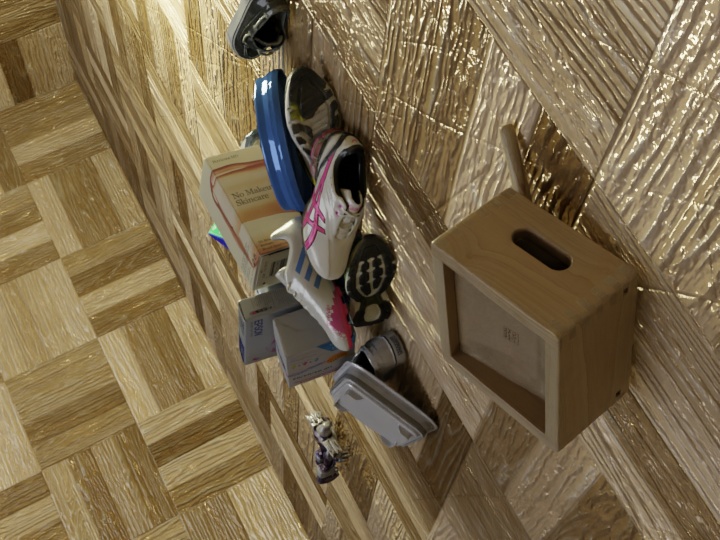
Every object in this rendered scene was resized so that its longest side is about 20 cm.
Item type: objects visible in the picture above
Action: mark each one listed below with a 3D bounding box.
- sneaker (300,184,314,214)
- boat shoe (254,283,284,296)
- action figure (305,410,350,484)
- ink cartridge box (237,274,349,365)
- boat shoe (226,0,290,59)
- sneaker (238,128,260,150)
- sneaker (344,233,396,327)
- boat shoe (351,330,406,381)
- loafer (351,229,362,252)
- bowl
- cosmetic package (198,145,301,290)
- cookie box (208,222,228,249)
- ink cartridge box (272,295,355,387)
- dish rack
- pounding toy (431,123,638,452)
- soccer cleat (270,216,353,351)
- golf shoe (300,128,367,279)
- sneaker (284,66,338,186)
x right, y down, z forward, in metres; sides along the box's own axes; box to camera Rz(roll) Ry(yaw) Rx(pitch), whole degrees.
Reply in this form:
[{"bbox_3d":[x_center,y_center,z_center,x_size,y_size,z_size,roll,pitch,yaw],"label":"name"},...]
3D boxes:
[{"bbox_3d":[-0.097,-0.108,1.709,0.090,0.069,0.204,-170,59,-75],"label":"sneaker"},{"bbox_3d":[-0.151,0.067,1.819,0.076,0.085,0.202,66,-172,18],"label":"boat shoe"},{"bbox_3d":[-0.071,0.370,2.340,0.202,0.068,0.131,94,155,-53],"label":"action figure"},{"bbox_3d":[-0.095,0.073,1.723,0.197,0.196,0.044,100,151,-65],"label":"ink cartridge box"},{"bbox_3d":[-0.139,-0.333,1.521,0.065,0.070,0.200,64,163,8],"label":"boat shoe"},{"bbox_3d":[-0.132,-0.147,1.790,0.086,0.077,0.202,41,161,41],"label":"sneaker"},{"bbox_3d":[0.000,0.000,1.560,0.201,0.076,0.090,95,155,-56],"label":"sneaker"},{"bbox_3d":[0.016,0.141,1.709,0.074,0.065,0.200,61,164,13],"label":"boat shoe"},{"bbox_3d":[-0.049,-0.040,1.660,0.064,0.071,0.200,61,155,8],"label":"loafer"},{"bbox_3d":[-0.110,-0.182,1.554,0.201,0.039,0.205,-11,-90,-85],"label":"bowl"},{"bbox_3d":[-0.159,-0.082,1.664,0.201,0.102,0.088,56,149,28],"label":"cosmetic package"},{"bbox_3d":[-0.161,-0.039,1.884,0.170,0.076,0.200,36,173,-20],"label":"cookie box"},{"bbox_3d":[-0.071,0.119,1.703,0.201,0.113,0.069,94,156,-69],"label":"ink cartridge box"},{"bbox_3d":[0.025,0.218,1.705,0.170,0.044,0.200,36,163,0],"label":"dish rack"},{"bbox_3d":[0.155,0.011,0.995,0.199,0.141,0.186,39,152,37],"label":"pounding toy"},{"bbox_3d":[-0.071,0.025,1.559,0.070,0.085,0.204,112,140,-81],"label":"soccer cleat"},{"bbox_3d":[-0.032,-0.080,1.445,0.092,0.071,0.204,-146,56,-60],"label":"golf shoe"},{"bbox_3d":[-0.068,-0.185,1.496,0.085,0.073,0.203,43,152,55],"label":"sneaker"}]
